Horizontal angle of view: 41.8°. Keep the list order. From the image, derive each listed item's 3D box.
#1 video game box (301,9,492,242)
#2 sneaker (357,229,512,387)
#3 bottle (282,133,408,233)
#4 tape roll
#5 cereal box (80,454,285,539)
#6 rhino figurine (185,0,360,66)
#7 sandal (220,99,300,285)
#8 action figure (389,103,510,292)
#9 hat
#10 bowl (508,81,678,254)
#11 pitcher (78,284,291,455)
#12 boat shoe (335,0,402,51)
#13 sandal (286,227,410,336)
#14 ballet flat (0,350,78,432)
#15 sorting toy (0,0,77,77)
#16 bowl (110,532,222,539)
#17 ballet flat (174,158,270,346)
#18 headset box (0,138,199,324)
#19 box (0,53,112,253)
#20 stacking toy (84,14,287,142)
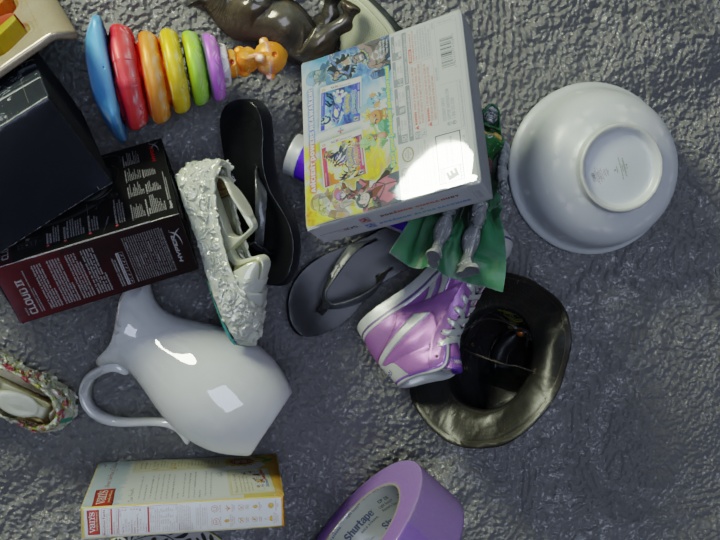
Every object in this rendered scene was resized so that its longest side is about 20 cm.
[{"bbox_3d":[0.031,-0.142,0.937,0.182,0.047,0.200,-12,64,20],"label":"video game box"},{"bbox_3d":[0.103,0.050,1.022,0.200,0.073,0.114,-41,59,12],"label":"sneaker"},{"bbox_3d":[0.016,-0.089,1.014,0.200,0.084,0.065,23,113,6],"label":"bottle"},{"bbox_3d":[0.017,0.300,0.997,0.066,0.200,0.200,43,88,-9],"label":"tape roll"},{"bbox_3d":[-0.183,0.235,0.991,0.200,0.144,0.040,-2,97,-7],"label":"cereal box"},{"bbox_3d":[-0.107,-0.280,0.994,0.200,0.060,0.088,22,114,-9],"label":"rhino figurine"},{"bbox_3d":[-0.118,-0.079,0.999,0.076,0.043,0.200,-11,94,33],"label":"sandal"},{"bbox_3d":[0.111,-0.087,0.953,0.118,0.055,0.200,21,62,-9],"label":"action figure"},{"bbox_3d":[0.152,0.107,1.049,0.201,0.201,0.081,-51,142,-1],"label":"hat"},{"bbox_3d":[0.275,-0.115,1.053,0.201,0.090,0.201,-1,95,-9],"label":"bowl"},{"bbox_3d":[-0.190,0.127,1.003,0.200,0.121,0.172,33,108,1],"label":"pitcher"},{"bbox_3d":[0.043,-0.224,1.029,0.200,0.068,0.072,50,127,1],"label":"boat shoe"},{"bbox_3d":[0.000,-0.001,1.046,0.200,0.043,0.076,-37,99,-4],"label":"sandal"},{"bbox_3d":[-0.394,0.116,0.989,0.200,0.064,0.076,21,93,-9],"label":"ballet flat"},{"bbox_3d":[-0.379,-0.210,0.905,0.200,0.185,0.036,-33,128,-6],"label":"sorting toy"},{"bbox_3d":[-0.216,0.387,1.026,0.201,0.094,0.201,-1,96,-8],"label":"bowl"},{"bbox_3d":[-0.129,-0.022,0.949,0.072,0.072,0.200,-20,90,-6],"label":"ballet flat"},{"bbox_3d":[-0.276,-0.041,0.942,0.200,0.149,0.077,-19,130,-7],"label":"headset box"},{"bbox_3d":[-0.355,-0.111,0.895,0.182,0.200,0.104,-33,128,-5],"label":"box"},{"bbox_3d":[-0.174,-0.208,0.970,0.200,0.110,0.116,-11,89,-9],"label":"stacking toy"}]
